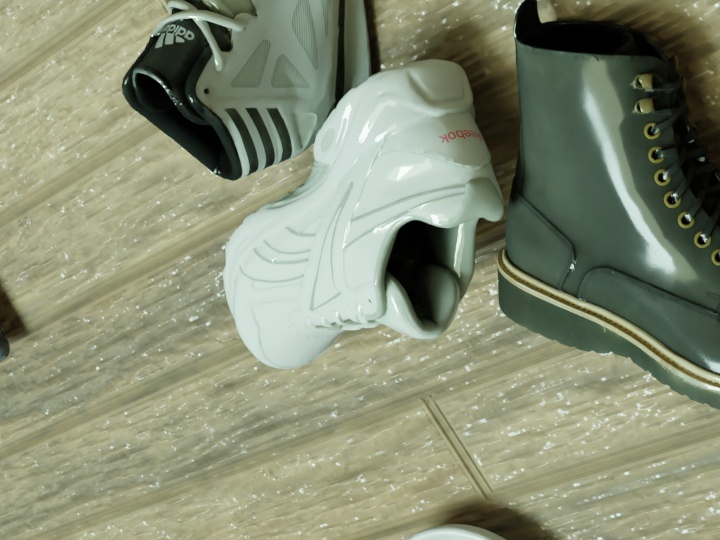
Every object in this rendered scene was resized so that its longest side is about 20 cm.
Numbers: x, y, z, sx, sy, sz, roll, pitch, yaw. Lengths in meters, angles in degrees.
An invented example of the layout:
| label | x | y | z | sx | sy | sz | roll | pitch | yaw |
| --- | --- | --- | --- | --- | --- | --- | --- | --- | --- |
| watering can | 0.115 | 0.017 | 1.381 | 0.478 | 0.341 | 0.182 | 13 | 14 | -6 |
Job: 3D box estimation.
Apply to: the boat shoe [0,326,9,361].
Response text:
| label | x | y | z | sx | sy | sz | roll | pitch | yaw |
| --- | --- | --- | --- | --- | --- | --- | --- | --- | --- |
| boat shoe | -0.285 | 0.058 | 1.181 | 0.199 | 0.072 | 0.068 | -22 | 102 | 38 |

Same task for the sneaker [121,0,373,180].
| label | x | y | z | sx | sy | sz | roll | pitch | yaw |
| --- | --- | --- | --- | --- | --- | --- | --- | --- | --- |
| sneaker | -0.050 | -0.129 | 0.825 | 0.075 | 0.115 | 0.201 | 14 | 126 | 31 |

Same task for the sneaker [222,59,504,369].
| label | x | y | z | sx | sy | sz | roll | pitch | yaw |
| --- | --- | --- | --- | --- | --- | --- | --- | --- | --- |
| sneaker | 0.000 | 0.000 | 0.879 | 0.200 | 0.078 | 0.100 | -56 | 50 | 47 |

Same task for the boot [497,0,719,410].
| label | x | y | z | sx | sy | sz | roll | pitch | yaw |
| --- | --- | --- | --- | --- | --- | --- | --- | --- | --- |
| boot | 0.140 | -0.026 | 0.779 | 0.199 | 0.077 | 0.139 | 14 | 122 | 30 |

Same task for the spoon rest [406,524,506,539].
| label | x | y | z | sx | sy | sz | roll | pitch | yaw |
| --- | --- | --- | --- | --- | --- | --- | --- | --- | --- |
| spoon rest | 0.031 | 0.197 | 1.026 | 0.099 | 0.061 | 0.200 | 49 | 137 | 0 |
